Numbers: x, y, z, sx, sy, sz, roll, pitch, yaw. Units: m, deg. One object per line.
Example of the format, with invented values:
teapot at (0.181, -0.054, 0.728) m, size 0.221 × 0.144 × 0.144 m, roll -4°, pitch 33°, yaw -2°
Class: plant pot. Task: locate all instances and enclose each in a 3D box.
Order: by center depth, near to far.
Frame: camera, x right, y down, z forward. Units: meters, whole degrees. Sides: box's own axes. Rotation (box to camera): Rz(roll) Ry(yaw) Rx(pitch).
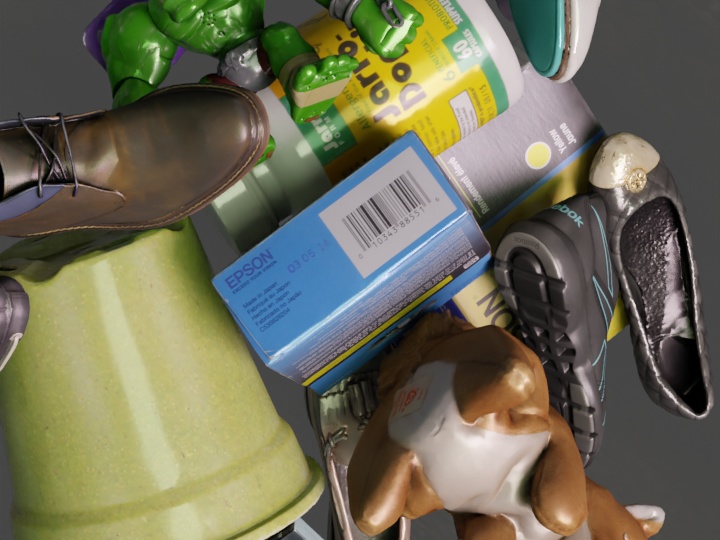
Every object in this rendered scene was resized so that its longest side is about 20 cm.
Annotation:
plant pot at (-0.139, 0.066, 1.493) m, size 0.200 × 0.200 × 0.185 m, roll -18°, pitch 102°, yaw -14°

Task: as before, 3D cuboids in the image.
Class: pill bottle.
pill bottle at (-0.012, -0.097, 1.511) m, size 0.200 × 0.113 × 0.113 m, roll -33°, pitch 116°, yaw -6°

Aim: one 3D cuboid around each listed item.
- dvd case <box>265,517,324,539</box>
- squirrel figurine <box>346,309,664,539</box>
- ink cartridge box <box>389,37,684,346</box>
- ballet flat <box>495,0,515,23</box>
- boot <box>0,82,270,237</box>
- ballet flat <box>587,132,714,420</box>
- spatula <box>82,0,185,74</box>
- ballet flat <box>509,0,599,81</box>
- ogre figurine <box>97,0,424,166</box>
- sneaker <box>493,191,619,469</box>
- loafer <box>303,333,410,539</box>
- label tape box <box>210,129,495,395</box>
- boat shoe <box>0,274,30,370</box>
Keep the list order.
dvd case at (-0.074, 0.256, 1.628) m, size 0.200 × 0.022 × 0.146 m, roll -35°, pitch 118°, yaw 18°
squirrel figurine at (0.096, 0.121, 1.539) m, size 0.186 × 0.200 × 0.142 m, roll 38°, pitch 101°, yaw -21°
ink cartridge box at (0.086, -0.014, 1.617) m, size 0.200 × 0.047 × 0.198 m, roll -40°, pitch 118°, yaw -6°
ballet flat at (0.161, -0.228, 1.556) m, size 0.200 × 0.073 × 0.073 m, roll -48°, pitch 117°, yaw 1°
boot at (-0.149, -0.054, 1.368) m, size 0.097 × 0.199 × 0.075 m, roll -11°, pitch 85°, yaw -59°
ballet flat at (0.193, 0.003, 1.609) m, size 0.066 × 0.057 × 0.201 m, roll -25°, pitch 115°, yaw -13°
spatula at (-0.079, -0.187, 1.506) m, size 0.200 × 0.021 × 0.057 m, roll -42°, pitch 116°, yaw -3°
ballet flat at (0.114, -0.212, 1.500) m, size 0.069 × 0.069 × 0.201 m, roll -14°, pitch 80°, yaw -16°
ogre figurine at (-0.074, -0.125, 1.426) m, size 0.098 × 0.120 × 0.200 m, roll -7°, pitch 152°, yaw -50°
sneaker at (0.136, 0.041, 1.591) m, size 0.079 × 0.075 × 0.201 m, roll -41°, pitch 140°, yaw -38°
loafer at (0.007, 0.124, 1.620) m, size 0.072 × 0.063 × 0.201 m, roll -9°, pitch 113°, yaw -9°
label tape box at (0.000, 0.000, 1.489) m, size 0.144 × 0.200 × 0.063 m, roll -36°, pitch 80°, yaw 1°
boat shoe at (-0.251, 0.054, 1.453) m, size 0.060 × 0.200 × 0.074 m, roll -12°, pitch 71°, yaw -35°
